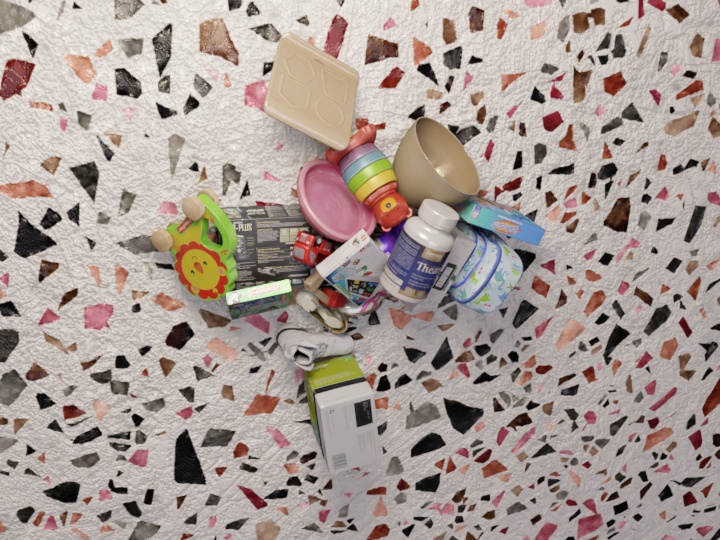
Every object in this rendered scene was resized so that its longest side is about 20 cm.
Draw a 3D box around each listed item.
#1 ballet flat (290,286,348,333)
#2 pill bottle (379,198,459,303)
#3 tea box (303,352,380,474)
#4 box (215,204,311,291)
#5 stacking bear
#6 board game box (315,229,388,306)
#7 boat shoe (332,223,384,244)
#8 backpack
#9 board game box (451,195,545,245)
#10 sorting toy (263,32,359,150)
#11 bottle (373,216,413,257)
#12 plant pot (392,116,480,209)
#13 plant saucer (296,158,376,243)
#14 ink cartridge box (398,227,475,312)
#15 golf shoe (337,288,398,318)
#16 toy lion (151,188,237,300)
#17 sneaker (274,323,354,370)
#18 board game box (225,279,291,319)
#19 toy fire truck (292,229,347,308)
[{"bbox_3d":[-0.097,0.082,1.525,0.199,0.065,0.071,36,102,-27],"label":"ballet flat"},{"bbox_3d":[0.127,-0.041,1.359,0.110,0.111,0.201,14,117,-22],"label":"pill bottle"},{"bbox_3d":[-0.048,0.339,1.581,0.132,0.197,0.202,-12,116,-13],"label":"tea box"},{"bbox_3d":[-0.211,-0.051,1.418,0.198,0.086,0.165,-5,115,-16],"label":"box"},{"bbox_3d":[0.029,-0.181,1.368,0.121,0.114,0.201,-31,82,-2],"label":"stacking bear"},{"bbox_3d":[0.000,0.000,1.404,0.126,0.035,0.200,-38,150,4],"label":"board game box"},{"bbox_3d":[0.020,-0.107,1.476,0.199,0.068,0.072,-31,119,-2],"label":"boat shoe"},{"bbox_3d":[0.265,-0.005,1.523,0.146,0.200,0.184,28,104,-26],"label":"backpack"},{"bbox_3d":[0.305,-0.128,1.508,0.198,0.152,0.045,16,108,-22],"label":"board game box"},{"bbox_3d":[-0.095,-0.351,1.294,0.184,0.202,0.036,22,150,-25],"label":"sorting toy"},{"bbox_3d":[0.050,-0.050,1.503,0.199,0.084,0.065,-35,119,0],"label":"bottle"},{"bbox_3d":[0.144,-0.210,1.418,0.200,0.201,0.134,31,130,-27],"label":"plant pot"},{"bbox_3d":[-0.056,-0.141,1.387,0.199,0.202,0.051,26,138,-26],"label":"plant saucer"},{"bbox_3d":[0.157,-0.010,1.473,0.067,0.116,0.201,17,111,-39],"label":"ink cartridge box"},{"bbox_3d":[0.029,0.045,1.544,0.199,0.072,0.093,-24,112,-22],"label":"golf shoe"},{"bbox_3d":[-0.319,-0.038,1.335,0.200,0.069,0.192,-36,96,35],"label":"toy lion"},{"bbox_3d":[-0.100,0.187,1.543,0.198,0.115,0.076,10,110,-21],"label":"sneaker"},{"bbox_3d":[-0.221,0.065,1.417,0.133,0.200,0.029,-13,80,-12],"label":"board game box"},{"bbox_3d":[-0.085,0.001,1.416,0.199,0.048,0.142,17,93,-57],"label":"toy fire truck"}]
